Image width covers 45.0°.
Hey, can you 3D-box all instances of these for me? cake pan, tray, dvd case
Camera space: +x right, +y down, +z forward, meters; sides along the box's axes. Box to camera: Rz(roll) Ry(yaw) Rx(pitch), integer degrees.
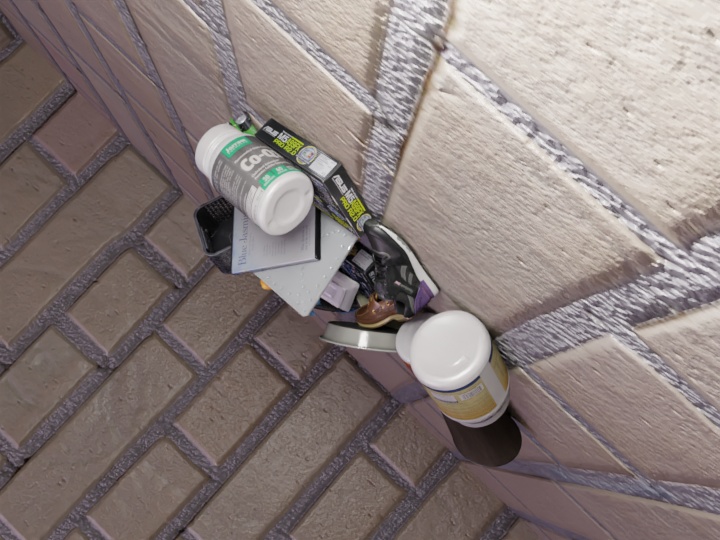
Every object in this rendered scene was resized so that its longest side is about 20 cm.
[{"bbox_3d":[0.013,0.135,1.797,0.197,0.037,0.200,8,-179,0],"label":"cake pan"},{"bbox_3d":[-0.100,0.013,1.839,0.199,0.022,0.108,32,144,7],"label":"tray"},{"bbox_3d":[-0.158,-0.075,1.604,0.198,0.145,0.017,-10,163,30],"label":"dvd case"}]

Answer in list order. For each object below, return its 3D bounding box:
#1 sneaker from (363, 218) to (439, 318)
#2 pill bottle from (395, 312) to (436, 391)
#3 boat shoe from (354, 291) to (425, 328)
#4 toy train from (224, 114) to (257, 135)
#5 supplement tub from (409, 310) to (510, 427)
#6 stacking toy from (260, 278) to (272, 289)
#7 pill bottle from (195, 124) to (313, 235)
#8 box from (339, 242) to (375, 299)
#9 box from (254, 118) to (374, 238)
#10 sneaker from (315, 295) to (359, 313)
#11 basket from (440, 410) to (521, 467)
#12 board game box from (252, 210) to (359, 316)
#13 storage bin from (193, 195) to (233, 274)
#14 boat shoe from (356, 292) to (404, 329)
[{"bbox_3d":[0.054,0.004,1.462,0.200,0.088,0.076,50,169,-32],"label":"sneaker"},{"bbox_3d":[0.154,0.181,1.736,0.112,0.112,0.200,35,167,42],"label":"pill bottle"},{"bbox_3d":[0.051,0.064,1.713,0.199,0.072,0.068,-18,109,54],"label":"boat shoe"},{"bbox_3d":[-0.187,-0.215,1.641,0.200,0.056,0.042,52,-178,-42],"label":"toy train"},{"bbox_3d":[0.179,0.177,1.512,0.144,0.145,0.200,36,168,39],"label":"supplement tub"},{"bbox_3d":[-0.117,-0.038,1.663,0.116,0.200,0.110,39,170,16],"label":"stacking toy"},{"bbox_3d":[-0.178,-0.153,1.424,0.199,0.113,0.113,38,169,32],"label":"pill bottle"},{"bbox_3d":[0.000,0.000,1.805,0.158,0.046,0.200,37,169,34],"label":"box"},{"bbox_3d":[-0.076,-0.156,1.462,0.199,0.044,0.161,37,169,39],"label":"box"},{"bbox_3d":[-0.059,0.070,1.953,0.198,0.082,0.074,6,-120,-38],"label":"sneaker"},{"bbox_3d":[0.243,0.307,1.872,0.180,0.136,0.201,30,160,43],"label":"basket"},{"bbox_3d":[-0.103,-0.048,1.591,0.199,0.201,0.026,37,-172,33],"label":"board game box"},{"bbox_3d":[-0.242,-0.099,1.867,0.094,0.198,0.136,60,-173,-59],"label":"storage bin"},{"bbox_3d":[0.069,0.114,1.914,0.199,0.071,0.063,36,151,17],"label":"boat shoe"}]
